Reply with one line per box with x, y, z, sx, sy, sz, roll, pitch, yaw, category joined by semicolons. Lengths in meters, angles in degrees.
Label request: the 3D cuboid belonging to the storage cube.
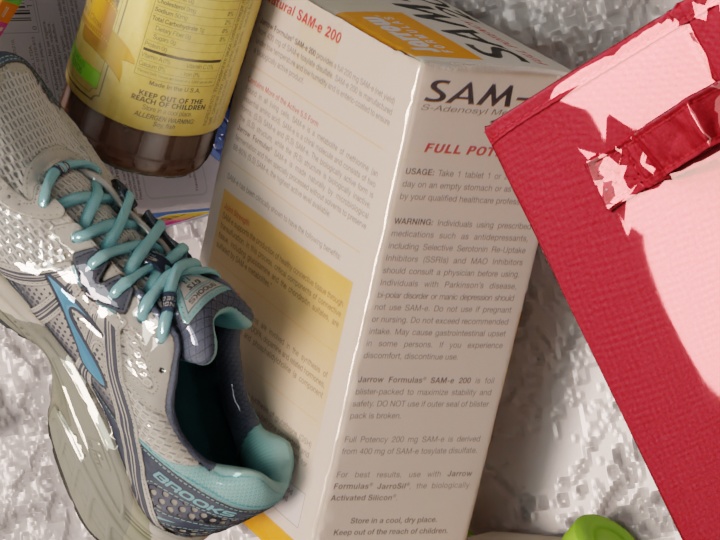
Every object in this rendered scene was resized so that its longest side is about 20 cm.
0.178;-0.011;0.910;0.171;0.200;0.180;-31;81;37;storage cube

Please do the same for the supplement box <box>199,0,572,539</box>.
0.000;0.000;1.113;0.126;0.073;0.200;36;118;53;supplement box

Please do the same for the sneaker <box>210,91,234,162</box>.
-0.048;-0.140;1.170;0.070;0.078;0.200;2;117;37;sneaker

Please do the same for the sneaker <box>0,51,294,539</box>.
-0.082;0.005;1.072;0.086;0.078;0.200;-13;109;41;sneaker

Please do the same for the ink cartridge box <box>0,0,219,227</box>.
-0.156;-0.077;1.172;0.076;0.200;0.137;-16;84;40;ink cartridge box

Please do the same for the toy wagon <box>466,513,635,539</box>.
0.058;0.163;1.125;0.200;0.040;0.155;50;122;24;toy wagon

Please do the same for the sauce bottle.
-0.058;-0.133;1.089;0.065;0.065;0.200;36;120;31;sauce bottle

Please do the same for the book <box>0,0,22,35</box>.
-0.217;-0.075;1.084;0.134;0.048;0.200;34;95;7;book
